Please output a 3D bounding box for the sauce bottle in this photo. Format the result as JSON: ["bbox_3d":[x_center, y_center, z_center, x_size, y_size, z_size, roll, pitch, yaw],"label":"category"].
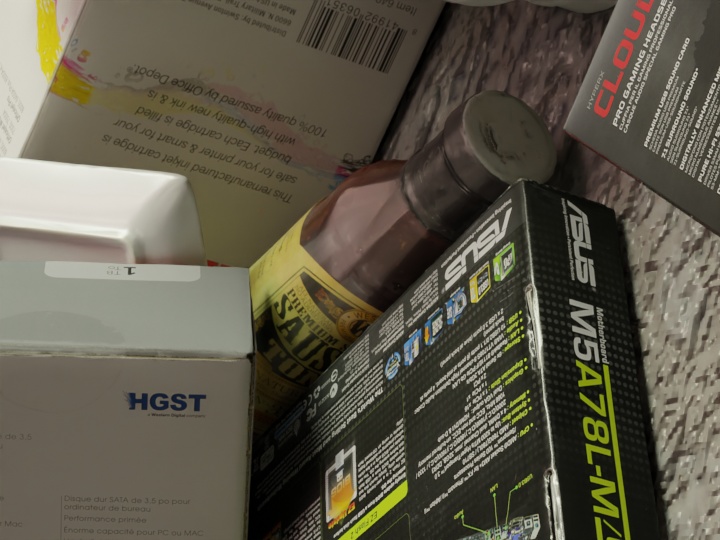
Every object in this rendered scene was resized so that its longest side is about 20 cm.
[{"bbox_3d":[0.000,0.000,0.854,0.200,0.066,0.066,-45,37,47],"label":"sauce bottle"}]

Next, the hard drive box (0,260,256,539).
[{"bbox_3d":[-0.120,0.102,0.847,0.077,0.156,0.200,-99,12,-65],"label":"hard drive box"}]

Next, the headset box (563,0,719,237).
[{"bbox_3d":[0.143,-0.071,0.607,0.149,0.075,0.200,-67,27,13],"label":"headset box"}]

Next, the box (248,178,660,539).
[{"bbox_3d":[0.025,0.100,0.769,0.200,0.047,0.193,-47,38,42],"label":"box"}]

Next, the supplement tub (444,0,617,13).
[{"bbox_3d":[0.013,-0.175,0.781,0.144,0.200,0.145,-41,41,49],"label":"supplement tub"}]

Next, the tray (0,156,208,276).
[{"bbox_3d":[-0.103,0.052,0.899,0.107,0.022,0.200,7,119,26],"label":"tray"}]

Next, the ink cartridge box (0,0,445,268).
[{"bbox_3d":[-0.073,-0.102,0.966,0.200,0.147,0.145,-64,27,16],"label":"ink cartridge box"}]
